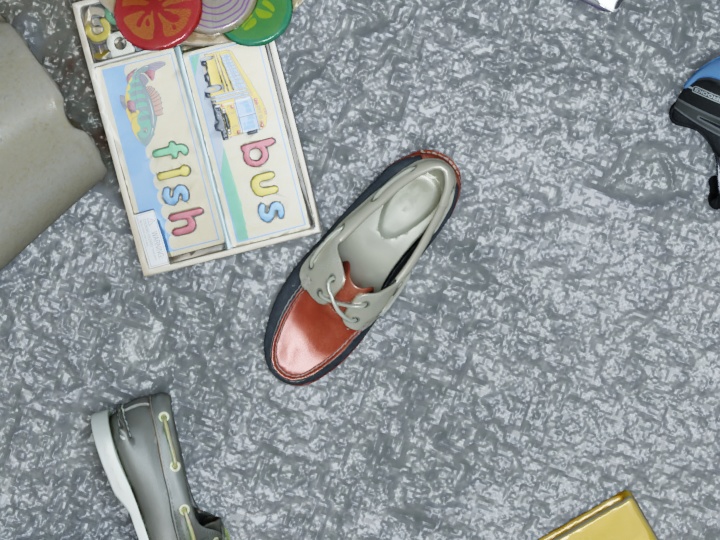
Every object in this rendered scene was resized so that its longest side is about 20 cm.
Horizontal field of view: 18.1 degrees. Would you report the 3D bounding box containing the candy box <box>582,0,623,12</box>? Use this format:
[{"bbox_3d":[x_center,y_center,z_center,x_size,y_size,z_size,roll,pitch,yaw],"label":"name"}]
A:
[{"bbox_3d":[0.146,-0.301,1.529,0.167,0.072,0.200,29,96,-5],"label":"candy box"}]

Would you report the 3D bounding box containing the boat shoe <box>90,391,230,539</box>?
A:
[{"bbox_3d":[-0.126,0.184,1.590,0.060,0.072,0.202,-22,98,0],"label":"boat shoe"}]

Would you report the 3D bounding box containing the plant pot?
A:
[{"bbox_3d":[-0.279,-0.069,1.506,0.183,0.200,0.201,-36,97,-7],"label":"plant pot"}]

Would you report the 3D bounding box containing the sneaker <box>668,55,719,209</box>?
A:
[{"bbox_3d":[0.288,-0.057,1.573,0.083,0.071,0.200,-36,97,20],"label":"sneaker"}]

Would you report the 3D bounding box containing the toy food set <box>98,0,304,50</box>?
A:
[{"bbox_3d":[-0.107,-0.245,1.527,0.198,0.049,0.200,-44,87,-1],"label":"toy food set"}]

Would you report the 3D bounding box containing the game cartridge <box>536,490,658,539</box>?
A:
[{"bbox_3d":[0.168,0.286,1.632,0.176,0.032,0.200,-30,100,3],"label":"game cartridge"}]

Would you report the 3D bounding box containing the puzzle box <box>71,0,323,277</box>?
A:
[{"bbox_3d":[-0.112,-0.107,1.574,0.133,0.025,0.201,-15,97,0],"label":"puzzle box"}]

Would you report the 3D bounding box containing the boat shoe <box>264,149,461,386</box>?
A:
[{"bbox_3d":[0.000,0.000,1.572,0.071,0.063,0.200,38,97,-7],"label":"boat shoe"}]
